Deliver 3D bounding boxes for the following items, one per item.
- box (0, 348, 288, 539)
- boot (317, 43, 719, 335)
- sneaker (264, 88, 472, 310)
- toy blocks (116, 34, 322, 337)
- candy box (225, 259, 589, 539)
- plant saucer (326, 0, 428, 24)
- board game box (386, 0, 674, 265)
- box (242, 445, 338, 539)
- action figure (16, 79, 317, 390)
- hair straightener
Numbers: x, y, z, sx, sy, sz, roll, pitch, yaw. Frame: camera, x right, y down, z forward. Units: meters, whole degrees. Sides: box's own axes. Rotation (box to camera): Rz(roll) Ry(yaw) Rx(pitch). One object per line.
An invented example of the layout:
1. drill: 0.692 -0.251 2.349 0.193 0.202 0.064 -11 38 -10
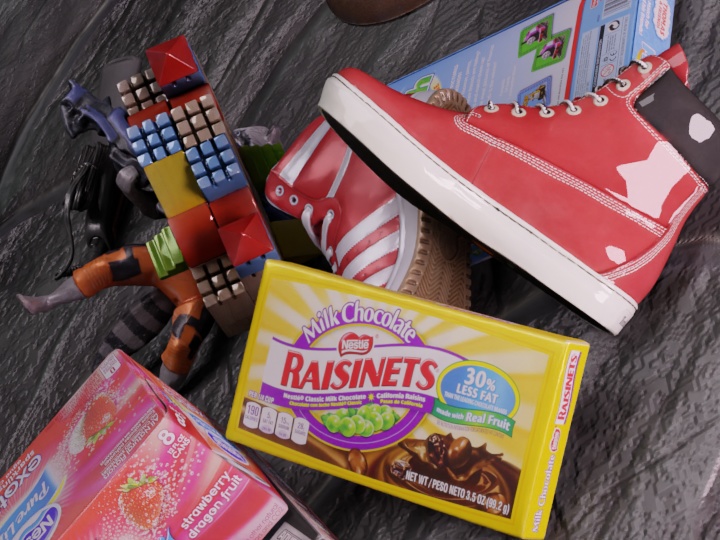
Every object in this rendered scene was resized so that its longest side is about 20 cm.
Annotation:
1. box: -0.149 0.157 1.237 0.200 0.100 0.095 -48 31 2
2. boot: 0.090 -0.080 1.192 0.144 0.200 0.072 -56 -6 -2
3. sneaker: 0.000 0.000 1.278 0.112 0.071 0.200 -2 73 38
4. toy blocks: -0.092 -0.053 1.336 0.100 0.137 0.200 -23 73 0
5. candy box: 0.020 0.063 1.184 0.200 0.026 0.102 14 90 37
6. plant saucer: 0.041 -0.257 1.578 0.200 0.032 0.200 -31 37 27
7. board game box: 0.086 -0.078 1.326 0.200 0.037 0.151 -21 43 37
8. box: -0.072 0.183 1.246 0.137 0.040 0.200 -50 31 -1
9. action figure: -0.126 -0.026 1.459 0.200 0.105 0.193 42 83 16
10. hair straightener: -0.191 -0.079 1.634 0.041 0.077 0.200 -7 49 28
